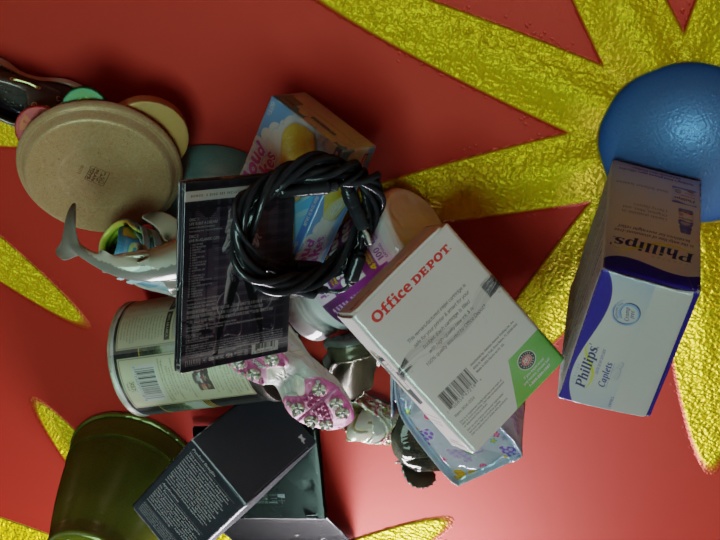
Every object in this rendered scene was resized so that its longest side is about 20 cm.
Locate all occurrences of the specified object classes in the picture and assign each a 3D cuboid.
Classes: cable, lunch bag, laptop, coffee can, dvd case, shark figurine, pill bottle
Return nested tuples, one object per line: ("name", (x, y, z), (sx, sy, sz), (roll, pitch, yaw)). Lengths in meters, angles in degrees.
("cable", (-0.053, -0.048, 1.516), (0.199, 0.051, 0.164), (16, 111, -44))
("lunch bag", (0.103, 0.118, 1.698), (0.126, 0.170, 0.201), (-25, 118, 25))
("laptop", (-0.120, 0.301, 2.008), (0.185, 0.116, 0.203), (-3, 97, 18))
("coffee can", (-0.191, 0.097, 1.783), (0.197, 0.147, 0.148), (-8, 124, 22))
("dvd case", (-0.133, -0.001, 1.530), (0.016, 0.147, 0.203), (18, 110, 45))
("shark figurine", (-0.229, -0.006, 1.579), (0.211, 0.129, 0.090), (-7, 143, -5))
("pill bottle", (0.000, 0.000, 1.675), (0.112, 0.113, 0.199), (42, 126, -17))

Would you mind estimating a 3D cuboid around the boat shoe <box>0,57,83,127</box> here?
("boat shoe", (-0.382, -0.193, 1.672), (0.198, 0.060, 0.072), (23, 129, -1))

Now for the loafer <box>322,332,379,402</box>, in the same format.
("loafer", (-0.005, 0.116, 1.734), (0.074, 0.071, 0.200), (-13, 167, -5))

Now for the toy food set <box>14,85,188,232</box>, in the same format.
("toy food set", (-0.301, -0.125, 1.661), (0.195, 0.049, 0.201), (8, 134, -10))

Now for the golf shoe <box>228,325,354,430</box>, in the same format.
("golf shoe", (-0.075, 0.108, 1.674), (0.075, 0.092, 0.200), (-30, 126, 24))

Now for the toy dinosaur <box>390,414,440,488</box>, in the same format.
("toy dinosaur", (0.080, 0.216, 1.809), (0.102, 0.077, 0.200), (-30, 147, 0))

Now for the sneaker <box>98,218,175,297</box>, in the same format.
("sneaker", (-0.214, -0.005, 1.661), (0.198, 0.081, 0.130), (8, 170, 23))

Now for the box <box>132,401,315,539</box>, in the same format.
("box", (-0.175, 0.262, 1.843), (0.107, 0.148, 0.200), (48, 134, 5))

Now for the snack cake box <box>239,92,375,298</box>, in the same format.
("snack cake box", (-0.077, -0.082, 1.607), (0.115, 0.067, 0.202), (38, 119, 24))

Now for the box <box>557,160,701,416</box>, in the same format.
("box", (0.289, 0.019, 1.547), (0.104, 0.201, 0.186), (14, 129, 3))

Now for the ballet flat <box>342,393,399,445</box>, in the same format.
("ballet flat", (-0.023, 0.182, 1.853), (0.198, 0.064, 0.076), (29, 128, -7))

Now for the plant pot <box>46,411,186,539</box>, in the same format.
("plant pot", (-0.339, 0.334, 1.978), (0.198, 0.194, 0.202), (8, 128, 10))

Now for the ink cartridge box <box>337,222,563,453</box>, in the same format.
("ink cartridge box", (0.095, 0.070, 1.548), (0.145, 0.084, 0.200), (-43, 99, -10))

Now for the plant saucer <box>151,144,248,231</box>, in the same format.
("plant saucer", (-0.169, -0.056, 1.731), (0.197, 0.036, 0.202), (8, 128, 11))
